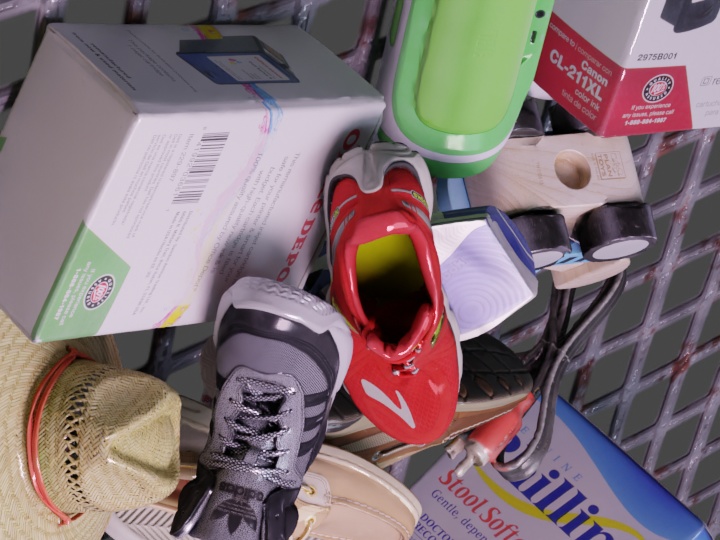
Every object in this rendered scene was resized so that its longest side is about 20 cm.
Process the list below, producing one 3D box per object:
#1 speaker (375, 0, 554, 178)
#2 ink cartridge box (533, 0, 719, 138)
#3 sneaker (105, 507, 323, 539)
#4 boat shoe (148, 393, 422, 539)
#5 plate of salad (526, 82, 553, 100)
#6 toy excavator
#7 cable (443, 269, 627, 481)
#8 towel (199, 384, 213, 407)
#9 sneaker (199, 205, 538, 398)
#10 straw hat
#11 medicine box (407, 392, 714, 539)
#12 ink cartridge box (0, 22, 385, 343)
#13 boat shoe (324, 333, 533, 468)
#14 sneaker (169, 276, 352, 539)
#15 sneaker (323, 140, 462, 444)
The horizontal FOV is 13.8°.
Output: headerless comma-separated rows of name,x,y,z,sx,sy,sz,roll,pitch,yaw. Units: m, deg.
speaker,0.062,-0.152,1.670,0.088,0.088,0.201,-24,141,-37
ink cartridge box,0.196,-0.187,1.718,0.145,0.083,0.201,-7,128,-37
sneaker,-0.089,0.171,1.819,0.199,0.075,0.084,22,148,-27
boat shoe,-0.059,0.136,1.749,0.199,0.070,0.074,20,144,-15
plate of salad,0.146,-0.194,1.771,0.199,0.048,0.201,-23,135,-25
toy excavator,0.116,-0.035,1.869,0.193,0.101,0.200,-6,165,-29
cable,0.116,0.061,1.974,0.200,0.097,0.050,-48,141,-9
towel,-0.048,0.101,1.864,0.146,0.030,0.201,-20,139,-39
sneaker,-0.001,0.000,1.718,0.198,0.115,0.081,-23,117,15
straw hat,-0.139,0.090,1.591,0.201,0.085,0.203,4,90,-65
medicine box,0.118,0.208,2.050,0.200,0.182,0.103,-45,150,-7
ink cartridge box,-0.099,-0.049,1.572,0.199,0.087,0.146,-5,130,-49
boat shoe,0.013,0.083,1.833,0.199,0.076,0.074,-6,137,-35
sneaker,-0.055,0.091,1.602,0.200,0.075,0.114,96,10,-60
sneaker,0.014,0.028,1.610,0.076,0.085,0.201,-11,129,2
